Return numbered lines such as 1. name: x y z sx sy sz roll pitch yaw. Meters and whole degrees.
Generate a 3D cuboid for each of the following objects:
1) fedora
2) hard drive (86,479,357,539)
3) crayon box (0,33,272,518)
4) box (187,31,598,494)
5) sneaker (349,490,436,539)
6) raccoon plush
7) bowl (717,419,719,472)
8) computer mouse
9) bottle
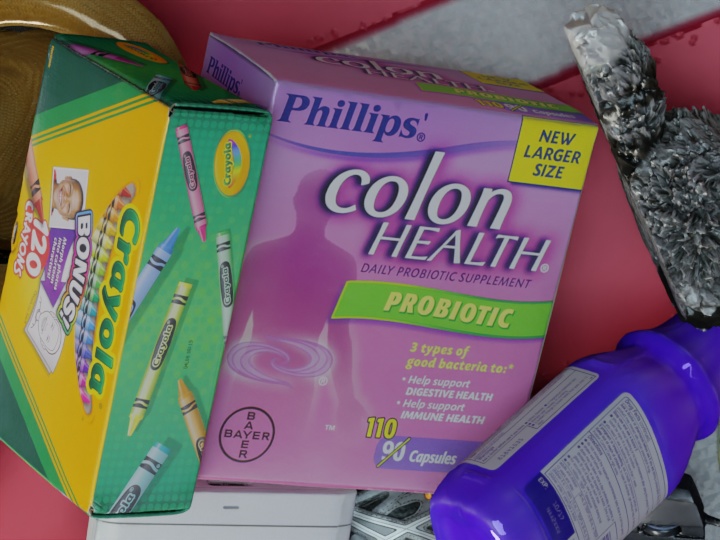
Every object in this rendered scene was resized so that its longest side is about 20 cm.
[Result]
1. fedora: -0.168 -0.070 1.281 0.200 0.082 0.201 3 106 11
2. hard drive: -0.081 0.196 1.275 0.132 0.027 0.201 3 113 -18
3. crayon box: -0.113 0.002 1.177 0.058 0.119 0.201 2 109 -36
4. box: 0.000 0.000 1.233 0.175 0.097 0.201 7 105 -26
5. sneaker: 0.035 0.135 1.308 0.199 0.078 0.077 9 99 5
6. raccoon plush: 0.195 -0.057 1.207 0.134 0.097 0.200 -23 132 3
7. bowl: 0.282 0.100 1.262 0.200 0.094 0.201 1 102 6
8. computer mouse: 0.179 0.137 1.264 0.200 0.034 0.059 14 126 36
9. bottle: 0.121 0.085 1.238 0.065 0.200 0.084 15 135 46
